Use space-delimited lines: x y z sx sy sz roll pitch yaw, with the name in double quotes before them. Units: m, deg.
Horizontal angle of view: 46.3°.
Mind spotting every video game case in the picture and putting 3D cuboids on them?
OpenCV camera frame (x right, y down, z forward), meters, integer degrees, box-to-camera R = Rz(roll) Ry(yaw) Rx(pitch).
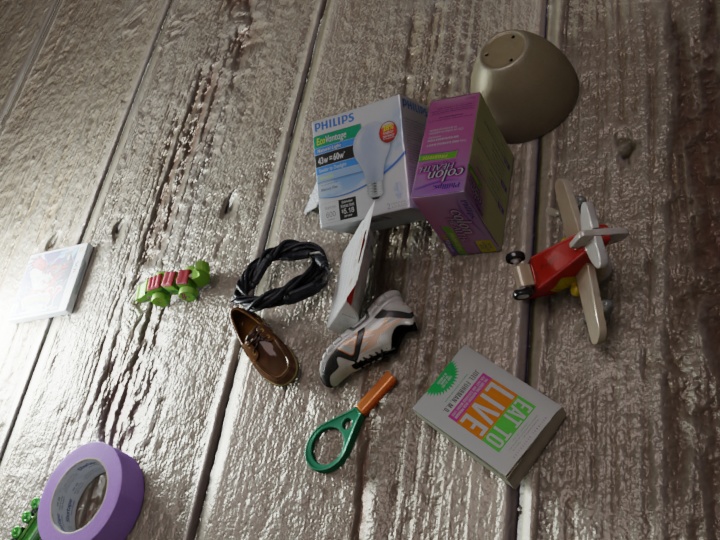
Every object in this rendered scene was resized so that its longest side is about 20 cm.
"video game case" -0.732 0.030 1.987 0.197 0.023 0.185 -10 55 28

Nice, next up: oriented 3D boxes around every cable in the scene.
"cable" -0.156 0.007 1.579 0.197 0.051 0.164 -24 41 -3

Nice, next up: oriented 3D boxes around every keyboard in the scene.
"keyboard" -0.067 -0.207 1.709 0.056 0.011 0.202 -29 37 61

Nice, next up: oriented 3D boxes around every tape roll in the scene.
"tape roll" -0.493 0.421 1.540 0.197 0.066 0.203 -16 53 22

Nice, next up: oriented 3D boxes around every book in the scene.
"book" 0.190 0.212 1.259 0.134 0.048 0.199 -49 45 -11

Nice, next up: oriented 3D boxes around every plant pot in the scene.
"plant pot" 0.279 -0.352 1.518 0.198 0.135 0.203 -17 51 23

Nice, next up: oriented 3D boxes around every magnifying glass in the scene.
"magnifying glass" -0.015 0.246 1.379 0.200 0.022 0.079 -46 47 -4

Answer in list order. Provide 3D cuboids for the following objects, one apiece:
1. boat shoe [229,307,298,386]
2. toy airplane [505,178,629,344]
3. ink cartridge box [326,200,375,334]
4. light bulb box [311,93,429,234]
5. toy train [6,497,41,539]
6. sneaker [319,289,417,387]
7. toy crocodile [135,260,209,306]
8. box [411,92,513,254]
"boat shoe" -0.183 0.136 1.530 0.072 0.068 0.200 -44 47 -2
"toy airplane" 0.328 -0.018 1.256 0.199 0.139 0.203 39 117 55
"ink cartridge box" 0.000 0.000 1.436 0.200 0.049 0.163 126 159 -59
"light bulb box" 0.030 -0.184 1.509 0.196 0.124 0.204 -11 80 32
"toy train" -0.640 0.521 1.586 0.056 0.042 0.202 24 74 30
"sneaker" 0.012 0.127 1.409 0.200 0.074 0.080 -47 63 6
"toy crocodile" -0.389 0.027 1.741 0.197 0.062 0.068 -12 54 27
"box" 0.177 -0.160 1.424 0.095 0.176 0.203 -5 58 29
